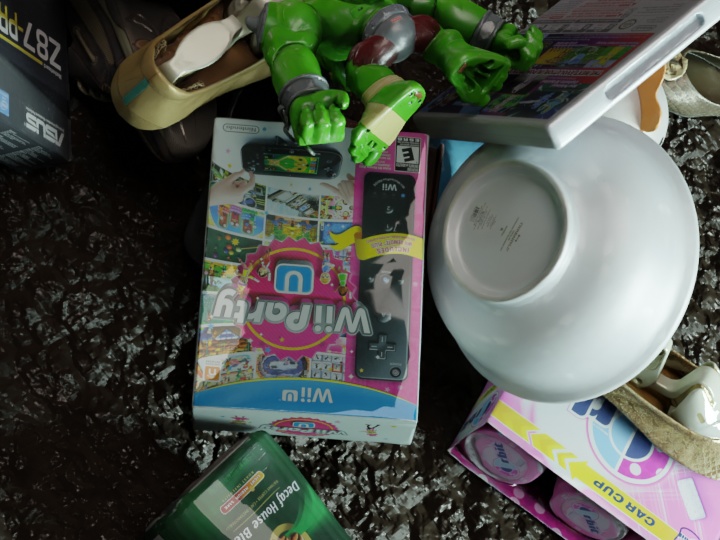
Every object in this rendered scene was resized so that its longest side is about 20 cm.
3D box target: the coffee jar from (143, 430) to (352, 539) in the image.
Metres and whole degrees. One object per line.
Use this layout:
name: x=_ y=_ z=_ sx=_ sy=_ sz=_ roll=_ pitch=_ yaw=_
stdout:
coffee jar: x=-0.037 y=0.206 z=1.232 sx=0.200 sy=0.085 sz=0.104 roll=47 pitch=56 yaw=1

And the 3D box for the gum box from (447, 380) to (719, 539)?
gum box: x=0.177 y=0.135 z=1.380 sx=0.200 sy=0.066 sz=0.114 roll=36 pitch=55 yaw=-5

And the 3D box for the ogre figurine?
ogre figurine: x=0.015 y=-0.148 z=1.270 sx=0.200 sy=0.098 sz=0.120 roll=-34 pitch=61 yaw=-15

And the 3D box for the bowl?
bowl: x=0.117 y=-0.017 z=1.288 sx=0.090 sy=0.200 sz=0.202 roll=21 pitch=52 yaw=-55

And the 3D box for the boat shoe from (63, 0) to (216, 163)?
boat shoe: x=-0.162 y=-0.152 z=1.354 sx=0.074 sy=0.073 sz=0.201 roll=6 pitch=52 yaw=-47

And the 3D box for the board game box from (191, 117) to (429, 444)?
board game box: x=-0.031 y=0.007 z=1.274 sx=0.147 sy=0.064 sz=0.201 roll=4 pitch=71 yaw=-3

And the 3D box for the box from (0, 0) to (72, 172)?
box: x=-0.257 y=-0.169 z=1.250 sx=0.200 sy=0.049 sz=0.162 roll=34 pitch=49 yaw=-64

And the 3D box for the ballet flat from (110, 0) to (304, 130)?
ballet flat: x=-0.082 y=-0.156 z=1.298 sx=0.069 sy=0.063 sz=0.200 roll=49 pitch=53 yaw=-2

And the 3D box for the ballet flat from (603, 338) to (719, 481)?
ballet flat: x=0.208 y=0.076 z=1.345 sx=0.200 sy=0.065 sz=0.071 roll=34 pitch=53 yaw=-8

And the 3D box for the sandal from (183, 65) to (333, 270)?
sandal: x=-0.068 y=-0.092 z=1.350 sx=0.076 sy=0.043 sz=0.201 roll=11 pitch=73 yaw=10

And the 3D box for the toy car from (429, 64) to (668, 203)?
toy car: x=0.170 y=-0.081 z=1.395 sx=0.183 sy=0.200 sz=0.178 roll=-5 pitch=60 yaw=-27

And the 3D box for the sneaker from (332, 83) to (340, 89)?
sneaker: x=-0.065 y=-0.189 z=1.433 sx=0.079 sy=0.075 sz=0.201 roll=-13 pitch=72 yaw=-7

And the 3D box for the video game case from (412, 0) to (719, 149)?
video game case: x=0.148 y=-0.146 z=1.318 sx=0.182 sy=0.200 sz=0.023 roll=-39 pitch=110 yaw=-15

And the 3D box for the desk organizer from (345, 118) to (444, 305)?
desk organizer: x=0.000 y=0.000 z=1.360 sx=0.077 sy=0.072 sz=0.201 roll=17 pitch=60 yaw=-15

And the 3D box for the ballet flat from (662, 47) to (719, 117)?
ballet flat: x=0.311 y=-0.149 z=1.596 sx=0.199 sy=0.046 sz=0.068 roll=18 pitch=59 yaw=-17
